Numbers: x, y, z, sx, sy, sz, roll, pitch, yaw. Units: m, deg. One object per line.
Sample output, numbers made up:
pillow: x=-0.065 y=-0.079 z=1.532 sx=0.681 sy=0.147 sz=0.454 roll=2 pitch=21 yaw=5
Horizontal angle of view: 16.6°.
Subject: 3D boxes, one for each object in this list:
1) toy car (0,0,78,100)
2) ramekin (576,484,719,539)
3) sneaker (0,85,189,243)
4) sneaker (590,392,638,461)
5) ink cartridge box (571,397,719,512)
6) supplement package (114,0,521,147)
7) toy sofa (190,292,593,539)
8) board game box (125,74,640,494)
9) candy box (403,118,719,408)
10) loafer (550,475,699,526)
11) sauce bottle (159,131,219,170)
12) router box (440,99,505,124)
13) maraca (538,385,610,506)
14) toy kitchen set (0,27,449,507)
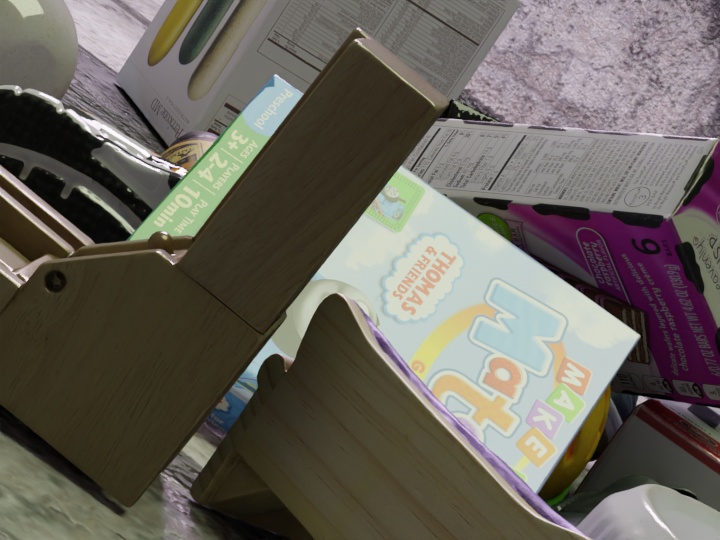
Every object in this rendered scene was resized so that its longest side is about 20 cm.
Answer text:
toy car: x=-0.215 y=-0.175 z=1.227 sx=0.200 sy=0.150 sz=0.175 roll=27 pitch=12 yaw=-43
ramekin: x=0.143 y=0.164 z=0.932 sx=0.202 sy=0.094 sz=0.202 roll=34 pitch=8 yaw=-6
sneaker: x=-0.091 y=-0.022 z=1.128 sx=0.200 sy=0.074 sz=0.080 roll=36 pitch=7 yaw=3
sneaker: x=0.150 y=0.050 z=1.419 sx=0.070 sy=0.108 sz=0.200 roll=64 pitch=-4 yaw=-6
ink cartridge box: x=0.196 y=0.137 z=1.310 sx=0.144 sy=0.084 sz=0.200 roll=35 pitch=8 yaw=11
supplement package: x=-0.031 y=-0.150 z=1.614 sx=0.150 sy=0.200 sz=0.152 roll=29 pitch=10 yaw=-30
toy sofa: x=0.034 y=0.100 z=0.861 sx=0.083 sy=0.098 sz=0.200 roll=26 pitch=11 yaw=-42
board game box: x=0.001 y=0.025 z=1.046 sx=0.200 sy=0.037 sz=0.151 roll=36 pitch=52 yaw=3
candy box: x=0.105 y=-0.005 z=1.250 sx=0.199 sy=0.061 sz=0.137 roll=7 pitch=-41 yaw=40
loafer: x=0.111 y=0.123 z=1.109 sx=0.068 sy=0.071 sz=0.200 roll=37 pitch=9 yaw=18
sauce bottle: x=-0.080 y=-0.032 z=1.262 sx=0.065 sy=0.065 sz=0.200 roll=33 pitch=7 yaw=-12
router box: x=0.065 y=-0.025 z=1.429 sx=0.149 sy=0.051 sz=0.200 roll=23 pitch=-21 yaw=-19
maraca: x=0.052 y=0.050 z=1.155 sx=0.200 sy=0.107 sz=0.138 roll=2 pitch=63 yaw=-63
toy kitchen set: x=-0.098 y=-0.054 z=0.910 sx=0.200 sy=0.181 sz=0.163 roll=39 pitch=8 yaw=0
